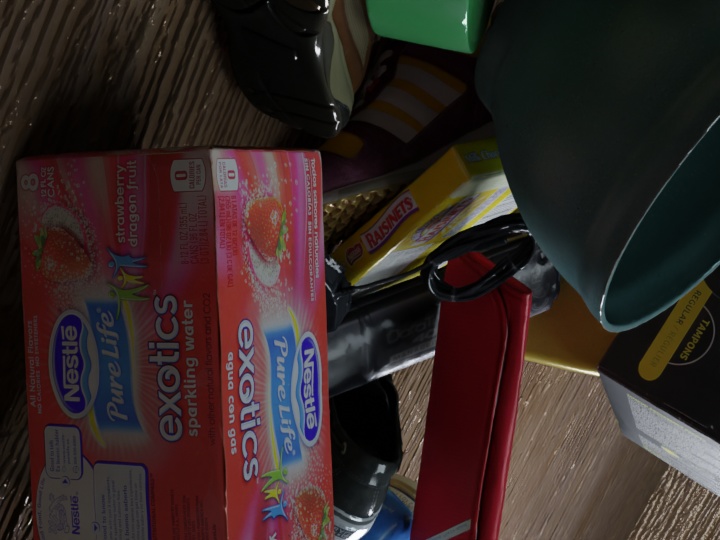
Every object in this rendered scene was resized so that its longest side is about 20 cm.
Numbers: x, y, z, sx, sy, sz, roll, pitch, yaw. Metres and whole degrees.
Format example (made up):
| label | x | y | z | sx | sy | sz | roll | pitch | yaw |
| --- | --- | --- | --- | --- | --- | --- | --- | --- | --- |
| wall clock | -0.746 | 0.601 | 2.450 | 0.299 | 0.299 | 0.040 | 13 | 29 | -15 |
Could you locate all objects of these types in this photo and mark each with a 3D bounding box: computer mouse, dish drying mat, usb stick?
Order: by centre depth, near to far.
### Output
| label | x | y | z | sx | sy | sz | roll | pitch | yaw |
| --- | --- | --- | --- | --- | --- | --- | --- | --- | --- |
| computer mouse | 0.000 | 0.000 | 0.794 | 0.034 | 0.197 | 0.059 | -94 | 168 | -51 |
| dish drying mat | 0.060 | 0.090 | 0.849 | 0.018 | 0.077 | 0.203 | -8 | 117 | -28 |
| usb stick | 0.033 | 0.029 | 0.876 | 0.198 | 0.033 | 0.056 | -20 | 126 | -24 |

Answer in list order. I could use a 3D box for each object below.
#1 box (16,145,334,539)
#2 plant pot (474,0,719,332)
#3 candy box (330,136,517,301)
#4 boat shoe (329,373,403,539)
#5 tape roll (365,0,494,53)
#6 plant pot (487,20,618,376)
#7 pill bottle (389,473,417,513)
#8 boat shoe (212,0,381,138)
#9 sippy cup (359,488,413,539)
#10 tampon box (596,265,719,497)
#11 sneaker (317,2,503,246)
| label | x | y | z | sx | sy | sz | roll | pitch | yaw |
| --- | --- | --- | --- | --- | --- | --- | --- | --- | --- |
| box | -0.077 | 0.050 | 0.632 | 0.094 | 0.101 | 0.203 | -8 | 96 | -64 |
| plant pot | 0.141 | -0.090 | 0.729 | 0.200 | 0.134 | 0.201 | -37 | 157 | -19 |
| candy box | 0.031 | -0.018 | 0.854 | 0.101 | 0.027 | 0.200 | -13 | 160 | -43 |
| boat shoe | -0.001 | 0.086 | 0.903 | 0.057 | 0.068 | 0.201 | -55 | -165 | 22 |
| tape roll | 0.048 | -0.201 | 0.661 | 0.200 | 0.047 | 0.203 | 13 | 90 | -83 |
| plant pot | 0.140 | -0.042 | 1.005 | 0.199 | 0.175 | 0.202 | -17 | 134 | -60 |
| pill bottle | -0.020 | 0.243 | 1.113 | 0.199 | 0.115 | 0.117 | -30 | 146 | -50 |
| boat shoe | -0.027 | -0.139 | 0.656 | 0.074 | 0.075 | 0.201 | -58 | 167 | -20 |
| sippy cup | -0.040 | 0.160 | 0.935 | 0.177 | 0.129 | 0.141 | -24 | 140 | -55 |
| tampon box | 0.250 | 0.057 | 0.965 | 0.151 | 0.125 | 0.200 | -56 | 158 | -8 |
| sneaker | 0.018 | -0.083 | 0.839 | 0.198 | 0.091 | 0.075 | -23 | 167 | -20 |
